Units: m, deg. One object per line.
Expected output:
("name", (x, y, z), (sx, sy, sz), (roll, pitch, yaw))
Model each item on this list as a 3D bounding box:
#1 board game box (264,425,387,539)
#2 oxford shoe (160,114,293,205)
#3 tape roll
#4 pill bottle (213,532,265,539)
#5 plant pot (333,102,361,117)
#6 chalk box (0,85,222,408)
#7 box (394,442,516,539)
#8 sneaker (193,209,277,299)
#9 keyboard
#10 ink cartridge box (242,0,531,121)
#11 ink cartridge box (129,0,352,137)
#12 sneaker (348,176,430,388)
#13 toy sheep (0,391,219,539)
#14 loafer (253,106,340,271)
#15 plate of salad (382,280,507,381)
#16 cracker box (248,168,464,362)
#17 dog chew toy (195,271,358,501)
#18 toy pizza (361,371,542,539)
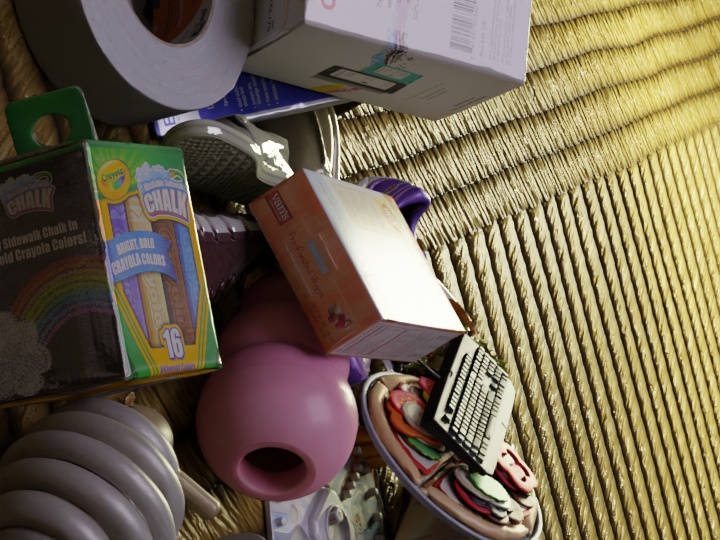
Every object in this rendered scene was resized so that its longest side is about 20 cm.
("board game box", (-0.018, 0.217, 1.699), (0.200, 0.026, 0.201), (23, 57, -60))
("oxford shoe", (-0.104, -0.095, 1.582), (0.200, 0.075, 0.058), (23, 58, -70))
("tape roll", (-0.166, -0.212, 1.516), (0.200, 0.066, 0.202), (15, 71, -50))
("pill bottle", (-0.065, 0.295, 1.463), (0.201, 0.112, 0.113), (66, 27, -21))
("plant pot", (-0.018, -0.267, 1.792), (0.200, 0.186, 0.187), (54, 30, -11))
("chalk box", (-0.188, -0.018, 1.352), (0.124, 0.124, 0.201), (1, 78, -63))
("box", (0.093, 0.234, 1.805), (0.200, 0.094, 0.078), (-62, 136, -69))
("sneaker", (-0.127, 0.015, 1.538), (0.199, 0.075, 0.116), (7, 78, -54))
("keyboard", (0.081, 0.099, 1.773), (0.127, 0.021, 0.200), (40, 21, -5))
("ink cartridge box", (0.016, -0.223, 1.615), (0.199, 0.146, 0.148), (13, 76, -27))
("ink cartridge box", (-0.109, -0.216, 1.653), (0.199, 0.047, 0.199), (-14, 89, -28))
("sneaker", (0.013, 0.007, 1.774), (0.081, 0.083, 0.201), (49, 50, -58))
("toy sheep", (-0.175, 0.157, 1.290), (0.138, 0.137, 0.200), (63, 33, -25))
("loafer", (-0.056, -0.084, 1.712), (0.068, 0.075, 0.201), (-19, 95, -70))
("plate of salad", (0.075, 0.070, 1.898), (0.200, 0.048, 0.201), (40, 34, -34))
("cracker box", (0.000, 0.000, 1.606), (0.134, 0.058, 0.200), (62, 16, 14))
("dog chew toy", (-0.062, 0.080, 1.578), (0.125, 0.124, 0.201), (55, 25, -38))
("toy pizza", (0.084, 0.155, 1.740), (0.200, 0.032, 0.201), (35, 22, -17))
